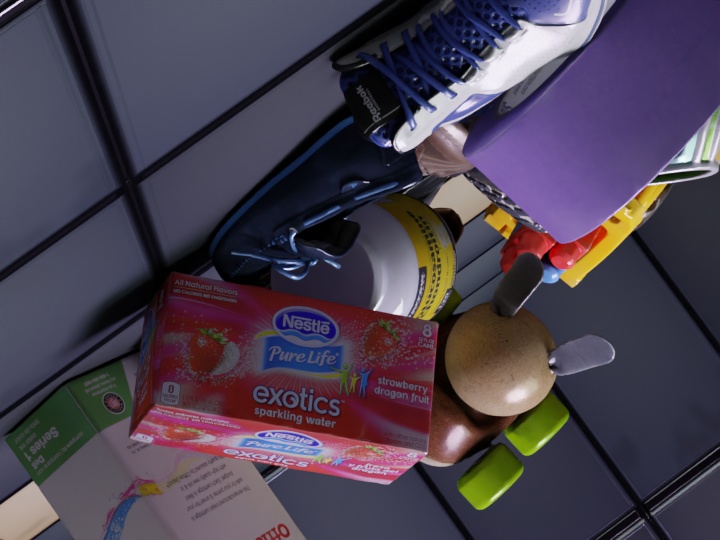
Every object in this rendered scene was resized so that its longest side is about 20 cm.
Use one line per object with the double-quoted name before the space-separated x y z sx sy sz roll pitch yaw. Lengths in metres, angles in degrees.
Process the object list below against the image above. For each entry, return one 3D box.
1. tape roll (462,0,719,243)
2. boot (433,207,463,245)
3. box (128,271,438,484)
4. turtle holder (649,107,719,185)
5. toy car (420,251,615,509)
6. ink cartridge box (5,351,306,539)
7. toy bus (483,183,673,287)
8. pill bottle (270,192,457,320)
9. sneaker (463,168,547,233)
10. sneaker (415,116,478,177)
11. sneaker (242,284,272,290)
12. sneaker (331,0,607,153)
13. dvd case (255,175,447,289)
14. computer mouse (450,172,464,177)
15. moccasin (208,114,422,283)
"tape roll" 0.159 -0.119 1.454 0.200 0.085 0.200 -49 -173 8
"boot" -0.001 0.026 1.965 0.155 0.077 0.200 -39 175 39
"box" -0.054 0.077 1.638 0.198 0.101 0.095 11 158 -14
"turtle holder" 0.245 -0.137 1.794 0.184 0.133 0.141 -4 173 -17
"toy car" 0.118 0.066 1.903 0.158 0.164 0.200 -43 180 -44
"ink cartridge box" -0.153 0.170 1.792 0.084 0.201 0.145 -40 172 29
"toy bus" 0.189 -0.077 1.923 0.200 0.135 0.192 -46 -172 51
"pill bottle" 0.000 0.000 1.786 0.112 0.112 0.200 -38 174 16
"sneaker" 0.124 -0.093 1.833 0.080 0.077 0.200 -49 -162 15
"sneaker" 0.043 -0.089 1.584 0.075 0.071 0.200 -26 170 7
"sneaker" -0.076 0.044 1.834 0.199 0.077 0.085 -20 155 -45
"sneaker" 0.053 -0.122 1.356 0.115 0.081 0.199 -34 175 -37
"dvd case" -0.010 -0.026 1.974 0.199 0.016 0.149 -34 173 -15
"computer mouse" 0.124 -0.140 1.723 0.140 0.046 0.200 -44 -173 -19
"moccasin" -0.034 -0.034 1.562 0.080 0.068 0.200 -31 173 -42
